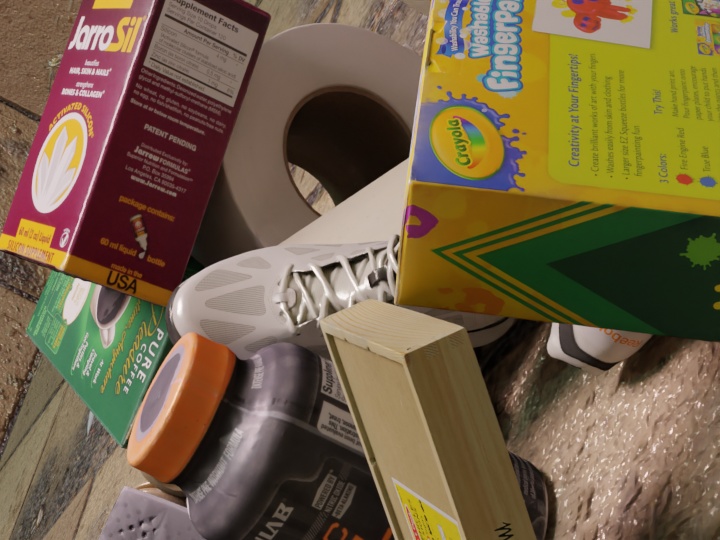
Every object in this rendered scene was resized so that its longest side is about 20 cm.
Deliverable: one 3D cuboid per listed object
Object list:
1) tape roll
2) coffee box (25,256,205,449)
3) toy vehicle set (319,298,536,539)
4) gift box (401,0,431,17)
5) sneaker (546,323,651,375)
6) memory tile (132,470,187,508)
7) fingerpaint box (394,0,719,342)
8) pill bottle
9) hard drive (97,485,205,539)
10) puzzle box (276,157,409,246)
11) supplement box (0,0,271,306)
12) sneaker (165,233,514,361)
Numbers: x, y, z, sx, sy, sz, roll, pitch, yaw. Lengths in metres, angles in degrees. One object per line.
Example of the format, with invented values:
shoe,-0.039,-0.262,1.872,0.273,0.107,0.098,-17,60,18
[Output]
tape roll,-0.031,-0.057,1.037,0.139,0.202,0.204,-35,31,58
coffee box,-0.164,0.032,1.008,0.200,0.044,0.124,33,100,53
toy vehicle set,0.042,0.114,0.592,0.026,0.202,0.124,-21,10,-13
gift box,0.111,-0.242,0.905,0.186,0.199,0.187,-61,14,-12
sneaker,0.122,-0.032,0.744,0.080,0.073,0.201,-52,18,39
memory tile,-0.061,0.140,0.832,0.017,0.152,0.201,-76,3,-52
fingerpaint box,0.107,-0.065,0.655,0.201,0.165,0.074,-82,-3,-48
pill bottle,-0.014,0.104,0.719,0.107,0.199,0.107,-55,17,26
hard drive,-0.069,0.215,0.780,0.136,0.199,0.042,-65,-22,-7
puzzle box,-0.006,0.017,0.875,0.199,0.025,0.133,-33,44,-3
supplement box,-0.148,-0.089,0.936,0.110,0.085,0.202,13,83,53
sneaker,0.000,0.000,0.747,0.115,0.199,0.076,116,145,-65
